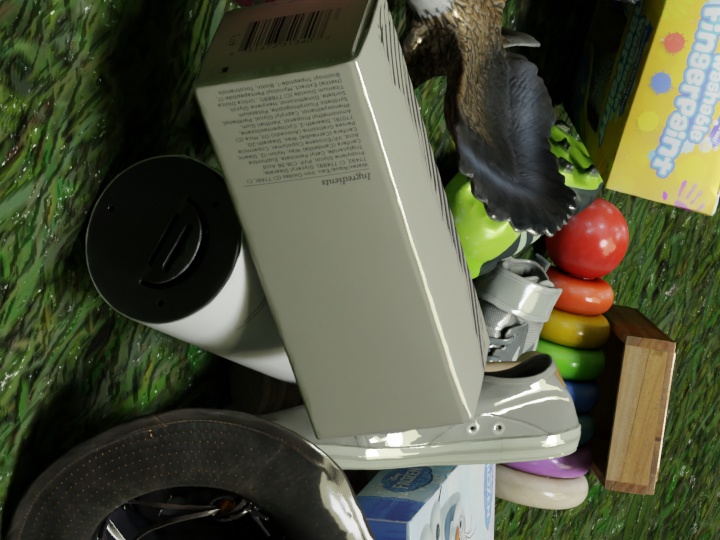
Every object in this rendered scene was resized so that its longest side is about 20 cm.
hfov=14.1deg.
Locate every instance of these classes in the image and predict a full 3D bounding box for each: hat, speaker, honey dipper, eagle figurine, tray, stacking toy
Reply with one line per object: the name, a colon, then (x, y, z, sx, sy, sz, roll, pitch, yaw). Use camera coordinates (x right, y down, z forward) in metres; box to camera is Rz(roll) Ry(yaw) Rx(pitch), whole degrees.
hat: (-0.082, 0.137, 1.434, 0.081, 0.199, 0.202, -101, -160, -61)
speaker: (-0.057, 0.003, 1.410, 0.082, 0.081, 0.200, -65, 158, -1)
honey dipper: (0.022, 0.056, 1.581, 0.199, 0.038, 0.038, -2, 118, -35)
eagle figurine: (0.037, -0.103, 1.443, 0.151, 0.151, 0.201, 31, 63, -28)
tray: (0.174, 0.082, 1.933, 0.200, 0.037, 0.099, -113, -149, -84)
stacking toy: (0.127, 0.048, 1.892, 0.085, 0.085, 0.201, -8, 113, -64)

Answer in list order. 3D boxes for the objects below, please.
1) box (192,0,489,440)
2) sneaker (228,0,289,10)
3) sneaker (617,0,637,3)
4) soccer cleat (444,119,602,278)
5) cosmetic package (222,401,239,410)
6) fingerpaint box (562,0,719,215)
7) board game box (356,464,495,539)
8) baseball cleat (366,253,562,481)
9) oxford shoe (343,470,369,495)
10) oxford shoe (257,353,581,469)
box: (-0.005, -0.023, 1.326, 0.069, 0.082, 0.201, -73, 152, -53)
sneaker: (-0.007, -0.176, 1.359, 0.199, 0.087, 0.074, -20, 133, -30)
sneaker: (0.117, -0.204, 1.610, 0.200, 0.075, 0.088, 10, 97, -67)
soccer cleat: (0.084, -0.039, 1.723, 0.081, 0.068, 0.200, -50, 170, 27)
cosmetic package: (-0.073, 0.168, 1.582, 0.151, 0.052, 0.201, -30, 139, -51)
fingerpaint box: (0.190, -0.157, 1.720, 0.167, 0.073, 0.201, -104, -151, -69)
board game box: (0.031, 0.198, 1.551, 0.199, 0.043, 0.201, -37, 129, -70)
baseball cleat: (0.059, 0.053, 1.733, 0.200, 0.069, 0.107, -55, 169, -51)
oxford shoe: (-0.010, 0.183, 1.582, 0.073, 0.071, 0.201, -53, 155, -39)
oxford shoe: (0.018, 0.072, 1.499, 0.075, 0.199, 0.058, -162, -111, -73)
